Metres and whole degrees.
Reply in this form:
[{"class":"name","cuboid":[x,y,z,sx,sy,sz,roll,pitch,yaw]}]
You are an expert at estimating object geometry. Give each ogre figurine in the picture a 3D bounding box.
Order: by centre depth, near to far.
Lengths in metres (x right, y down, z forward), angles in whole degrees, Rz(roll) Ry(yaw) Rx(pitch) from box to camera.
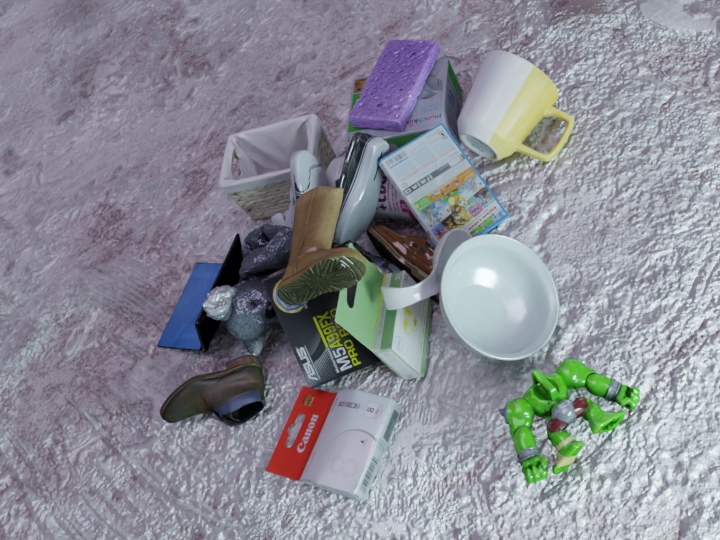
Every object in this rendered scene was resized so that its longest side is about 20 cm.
[{"class":"ogre figurine","cuboid":[0.289,0.200,1.406,0.200,0.098,0.120,-44,59,8]}]

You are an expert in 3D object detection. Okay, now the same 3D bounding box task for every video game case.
[{"class":"video game case","cuboid":[0.141,-0.136,1.672,0.142,0.018,0.201,-32,82,-23]}]

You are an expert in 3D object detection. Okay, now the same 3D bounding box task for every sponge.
[{"class":"sponge","cuboid":[0.064,-0.347,1.830,0.110,0.030,0.201,8,60,32]}]

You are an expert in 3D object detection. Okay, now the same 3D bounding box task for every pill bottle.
[{"class":"pill bottle","cuboid":[0.041,-0.151,1.774,0.198,0.114,0.114,7,61,33]}]

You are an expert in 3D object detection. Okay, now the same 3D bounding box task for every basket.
[{"class":"basket","cuboid":[-0.153,-0.195,1.903,0.198,0.124,0.137,-10,53,21]}]

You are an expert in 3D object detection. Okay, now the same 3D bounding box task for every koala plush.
[{"class":"koala plush","cuboid":[-0.171,0.040,1.729,0.183,0.177,0.201,13,65,48]}]

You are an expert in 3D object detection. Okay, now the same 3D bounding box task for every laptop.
[{"class":"laptop","cuboid":[-0.299,0.040,1.812,0.115,0.201,0.189,18,65,7]}]

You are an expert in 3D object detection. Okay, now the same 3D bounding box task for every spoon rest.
[{"class":"spoon rest","cuboid":[0.122,0.004,1.565,0.199,0.100,0.060,-32,24,-34]}]

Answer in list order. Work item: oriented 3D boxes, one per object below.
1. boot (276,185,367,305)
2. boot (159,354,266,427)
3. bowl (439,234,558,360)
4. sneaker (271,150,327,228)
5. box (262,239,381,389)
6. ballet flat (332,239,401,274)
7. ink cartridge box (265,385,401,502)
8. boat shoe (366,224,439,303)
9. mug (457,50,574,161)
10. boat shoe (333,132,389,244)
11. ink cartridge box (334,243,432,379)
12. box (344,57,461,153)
[{"class":"boot","cuboid":[-0.053,-0.057,1.543,0.174,0.066,0.202,-19,42,32]},{"class":"boot","cuboid":[-0.251,0.228,1.691,0.199,0.075,0.097,-30,46,4]},{"class":"bowl","cuboid":[0.200,0.053,1.534,0.198,0.090,0.204,7,67,-17]},{"class":"sneaker","cuboid":[-0.114,-0.123,1.795,0.114,0.202,0.075,8,35,40]},{"class":"box","cuboid":[-0.049,0.073,1.622,0.159,0.202,0.044,-22,8,10]},{"class":"ballet flat","cuboid":[0.000,0.000,1.716,0.074,0.074,0.199,-49,44,-11]},{"class":"ink cartridge box","cuboid":[-0.052,0.265,1.576,0.198,0.057,0.164,11,64,28]},{"class":"boat shoe","cuboid":[0.094,-0.023,1.691,0.068,0.072,0.200,-42,59,-10]},{"class":"mug","cuboid":[0.259,-0.276,1.731,0.186,0.149,0.154,26,80,45]},{"class":"boat shoe","cuboid":[-0.009,-0.141,1.708,0.071,0.072,0.202,29,106,33]},{"class":"ink cartridge box","cuboid":[0.042,0.064,1.564,0.047,0.200,0.147,-11,52,31]},{"class":"box","cuboid":[0.083,-0.285,1.860,0.198,0.097,0.178,-8,52,22]}]
